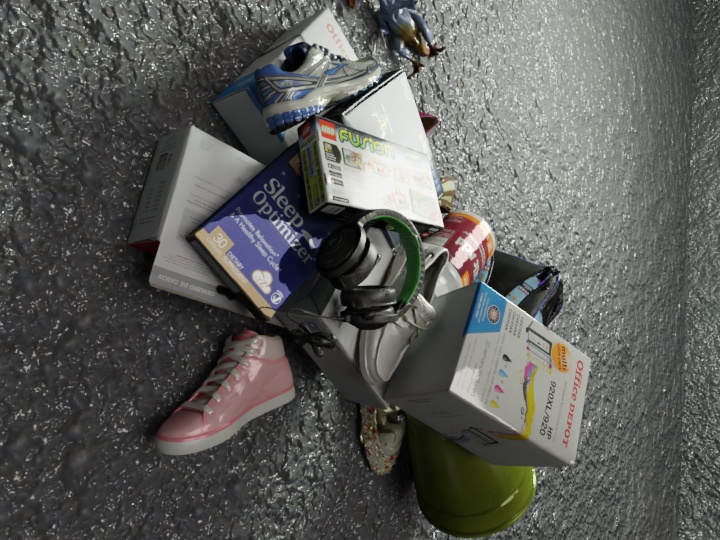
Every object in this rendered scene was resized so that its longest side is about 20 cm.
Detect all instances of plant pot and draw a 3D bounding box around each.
[{"bbox_3d":[0.156,0.265,0.863,0.200,0.199,0.195,-43,123,-39],"label":"plant pot"}]

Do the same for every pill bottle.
[{"bbox_3d":[0.141,-0.008,0.945,0.200,0.113,0.115,-45,118,-38],"label":"pill bottle"}]

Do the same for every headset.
[{"bbox_3d":[0.005,0.014,0.585,0.199,0.093,0.125,-38,114,-31],"label":"headset"}]

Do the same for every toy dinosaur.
[{"bbox_3d":[0.053,-0.419,0.939,0.182,0.105,0.201,48,17,-18],"label":"toy dinosaur"}]

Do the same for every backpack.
[{"bbox_3d":[0.258,0.077,1.022,0.201,0.181,0.135,-51,140,-20],"label":"backpack"}]

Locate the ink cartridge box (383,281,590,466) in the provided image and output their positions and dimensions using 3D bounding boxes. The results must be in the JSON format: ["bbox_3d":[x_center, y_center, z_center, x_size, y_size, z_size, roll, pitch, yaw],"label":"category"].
[{"bbox_3d":[0.165,0.140,0.707,0.199,0.144,0.148,33,61,-17],"label":"ink cartridge box"}]

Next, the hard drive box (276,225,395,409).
[{"bbox_3d":[-0.001,0.058,0.721,0.157,0.076,0.201,-60,136,-32],"label":"hard drive box"}]

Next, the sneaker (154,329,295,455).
[{"bbox_3d":[-0.158,0.130,0.647,0.199,0.075,0.106,-18,105,-53],"label":"sneaker"}]

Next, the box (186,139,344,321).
[{"bbox_3d":[-0.083,-0.056,0.627,0.122,0.032,0.200,51,59,-19],"label":"box"}]

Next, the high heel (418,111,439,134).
[{"bbox_3d":[0.039,-0.203,0.864,0.199,0.095,0.068,-29,108,-44],"label":"high heel"}]

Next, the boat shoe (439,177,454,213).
[{"bbox_3d":[0.102,-0.120,0.944,0.201,0.074,0.076,-9,100,-47],"label":"boat shoe"}]

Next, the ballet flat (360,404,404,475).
[{"bbox_3d":[0.035,0.224,0.853,0.075,0.063,0.203,-14,98,-45],"label":"ballet flat"}]

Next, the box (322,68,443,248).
[{"bbox_3d":[0.037,-0.156,0.781,0.158,0.051,0.202,-45,123,-37],"label":"box"}]

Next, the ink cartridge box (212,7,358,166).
[{"bbox_3d":[-0.079,-0.232,0.751,0.146,0.083,0.201,53,53,-30],"label":"ink cartridge box"}]

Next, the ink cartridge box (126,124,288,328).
[{"bbox_3d":[-0.157,-0.040,0.655,0.199,0.083,0.178,25,71,-42],"label":"ink cartridge box"}]

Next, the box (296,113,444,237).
[{"bbox_3d":[0.018,-0.109,0.674,0.198,0.035,0.112,8,65,-42],"label":"box"}]

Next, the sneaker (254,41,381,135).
[{"bbox_3d":[-0.048,-0.241,0.672,0.200,0.077,0.086,-39,111,-40],"label":"sneaker"}]

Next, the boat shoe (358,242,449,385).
[{"bbox_3d":[0.058,0.047,0.679,0.071,0.069,0.202,49,54,-46],"label":"boat shoe"}]
